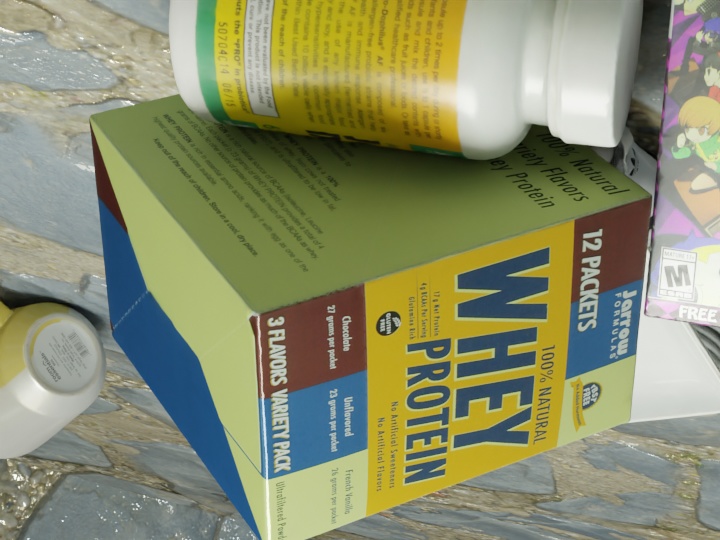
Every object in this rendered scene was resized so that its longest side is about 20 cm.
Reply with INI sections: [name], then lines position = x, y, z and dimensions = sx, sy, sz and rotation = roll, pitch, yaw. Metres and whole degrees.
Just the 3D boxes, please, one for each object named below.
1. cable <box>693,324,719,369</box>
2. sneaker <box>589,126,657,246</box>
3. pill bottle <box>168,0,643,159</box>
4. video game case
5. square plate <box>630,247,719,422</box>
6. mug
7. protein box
[cable]
position = 0.167, 0.049, 1.267
dimensions = 0.200, 0.069, 0.200
rotation = -1, 158, 40
[sneaker]
position = 0.077, -0.057, 0.997
dimensions = 0.200, 0.075, 0.115
rotation = 0, 158, 24
[pill bottle]
position = 0.024, -0.111, 0.791
dimensions = 0.200, 0.113, 0.113
rotation = 9, 163, 14
[video game case]
position = 0.232, -0.051, 0.762
dimensions = 0.200, 0.181, 0.036
rotation = 9, -154, 16
[square plate]
position = 0.126, 0.023, 1.143
dimensions = 0.200, 0.028, 0.198
rotation = -11, 122, 41
[mug]
position = -0.342, 0.095, 1.698
dimensions = 0.186, 0.150, 0.153
rotation = 16, 156, -32
[protein box]
position = 0.000, 0.000, 0.849
dimensions = 0.200, 0.135, 0.199
rotation = -17, -143, -23
